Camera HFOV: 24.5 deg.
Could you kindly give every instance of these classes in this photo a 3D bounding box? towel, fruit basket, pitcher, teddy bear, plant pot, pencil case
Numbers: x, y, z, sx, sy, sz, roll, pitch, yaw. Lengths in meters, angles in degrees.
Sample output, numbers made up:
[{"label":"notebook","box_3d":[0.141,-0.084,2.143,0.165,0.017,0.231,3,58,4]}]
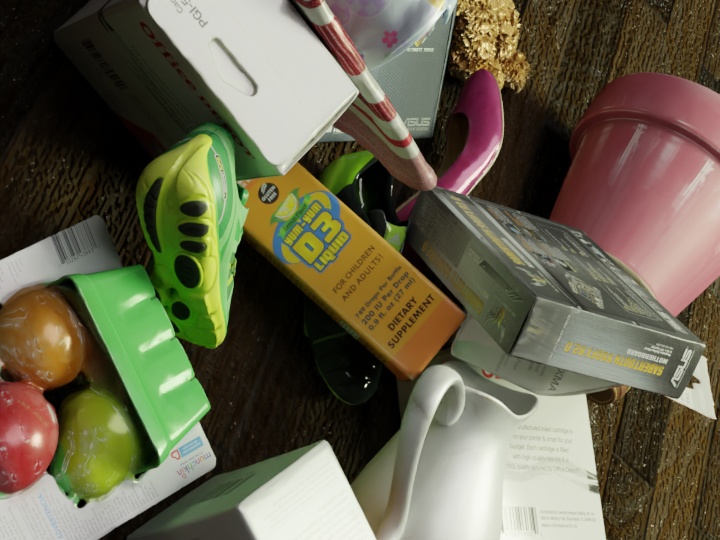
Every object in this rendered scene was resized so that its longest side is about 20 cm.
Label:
[{"label":"towel","box_3d":[-0.030,-0.144,1.141,0.023,0.144,0.200,-45,138,-7]},{"label":"fruit basket","box_3d":[-0.204,0.086,1.041,0.199,0.093,0.187,-29,95,-31]},{"label":"pitcher","box_3d":[0.040,0.163,1.160,0.202,0.120,0.171,-67,155,0]},{"label":"teddy bear","box_3d":[0.103,-0.251,1.480,0.144,0.066,0.202,8,69,-46]},{"label":"plant pot","box_3d":[0.252,-0.044,1.472,0.200,0.199,0.179,49,61,-19]},{"label":"pencil case","box_3d":[-0.024,-0.229,1.097,0.200,0.090,0.083,49,20,-13]}]

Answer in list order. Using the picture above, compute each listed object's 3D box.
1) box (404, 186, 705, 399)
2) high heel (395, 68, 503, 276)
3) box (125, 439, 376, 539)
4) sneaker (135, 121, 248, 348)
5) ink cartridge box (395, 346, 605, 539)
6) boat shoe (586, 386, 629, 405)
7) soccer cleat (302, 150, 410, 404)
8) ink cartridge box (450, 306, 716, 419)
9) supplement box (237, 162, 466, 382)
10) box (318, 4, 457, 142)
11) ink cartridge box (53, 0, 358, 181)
[{"label":"box","box_3d":[0.139,0.013,1.231,0.157,0.049,0.200,14,20,-29]},{"label":"high heel","box_3d":[0.060,-0.088,1.372,0.095,0.067,0.202,17,71,-14]},{"label":"box","box_3d":[-0.045,0.232,1.096,0.097,0.124,0.202,-31,97,-47]},{"label":"sneaker","box_3d":[-0.103,-0.018,1.094,0.074,0.201,0.084,28,56,10]},{"label":"ink cartridge box","box_3d":[0.114,0.169,1.310,0.145,0.084,0.202,10,67,-42]},{"label":"boat shoe","box_3d":[0.149,0.046,1.411,0.200,0.072,0.068,47,55,-11]},{"label":"soccer cleat","box_3d":[0.000,0.000,1.266,0.067,0.081,0.202,17,63,-40]},{"label":"ink cartridge box","box_3d":[0.173,0.064,1.287,0.199,0.050,0.161,27,17,1]},{"label":"supplement box","box_3d":[-0.019,-0.008,1.204,0.200,0.069,0.067,41,85,2]},{"label":"box","box_3d":[-0.009,-0.183,1.298,0.199,0.051,0.160,-6,112,-47]},{"label":"ink cartridge box","box_3d":[-0.108,-0.139,1.116,0.083,0.199,0.147,-45,109,-19]}]
